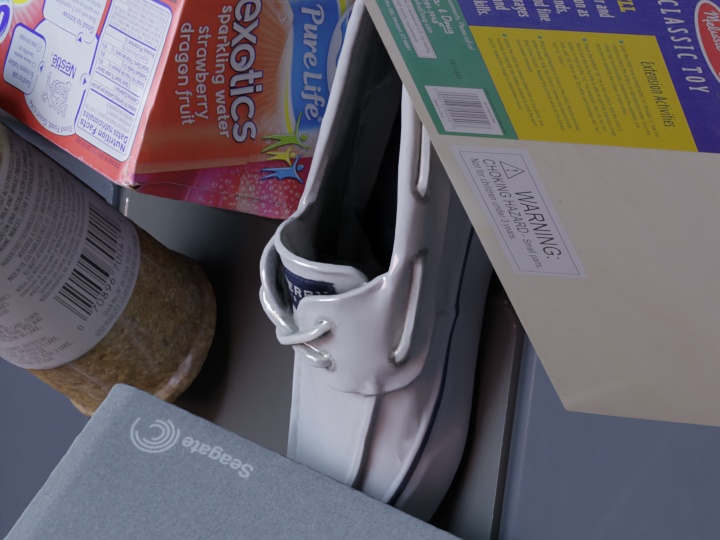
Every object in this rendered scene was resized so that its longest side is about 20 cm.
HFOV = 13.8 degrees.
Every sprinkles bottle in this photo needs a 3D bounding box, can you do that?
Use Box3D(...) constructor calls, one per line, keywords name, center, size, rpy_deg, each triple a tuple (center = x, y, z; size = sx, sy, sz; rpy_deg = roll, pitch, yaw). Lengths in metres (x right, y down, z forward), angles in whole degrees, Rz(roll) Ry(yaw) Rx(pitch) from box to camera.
Box3D(name="sprinkles bottle", center=(-0.128, -0.016, 0.980), size=(0.068, 0.200, 0.069), rpy_deg=(-17, 56, 27))

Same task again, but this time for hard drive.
Box3D(name="hard drive", center=(-0.062, 0.138, 0.865), size=(0.139, 0.200, 0.033), rpy_deg=(23, 146, 16))

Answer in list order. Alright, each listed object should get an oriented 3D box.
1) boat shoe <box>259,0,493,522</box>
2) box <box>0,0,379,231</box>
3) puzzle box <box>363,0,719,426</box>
Box3D(name="boat shoe", center=(0.000, 0.000, 0.914), size=(0.074, 0.065, 0.201), rpy_deg=(34, 117, 49))
Box3D(name="box", center=(-0.074, -0.095, 0.988), size=(0.200, 0.095, 0.100), rpy_deg=(31, 106, 51))
Box3D(name="puzzle box", center=(0.083, -0.025, 0.668), size=(0.132, 0.200, 0.026), rpy_deg=(6, 57, 26))
